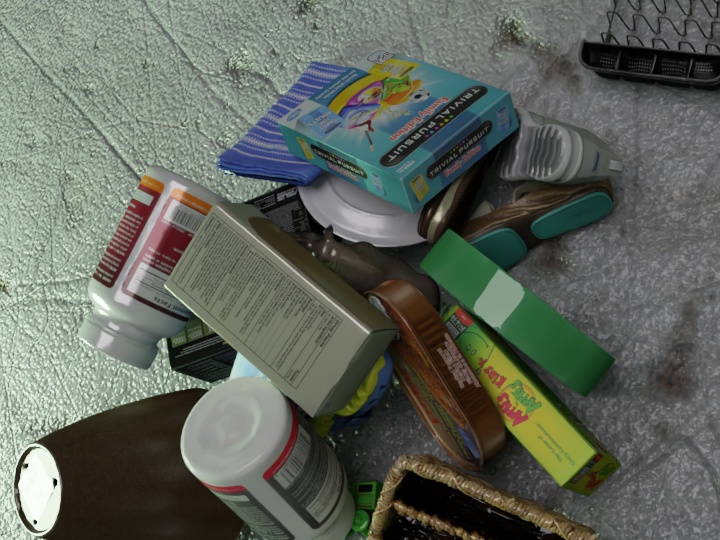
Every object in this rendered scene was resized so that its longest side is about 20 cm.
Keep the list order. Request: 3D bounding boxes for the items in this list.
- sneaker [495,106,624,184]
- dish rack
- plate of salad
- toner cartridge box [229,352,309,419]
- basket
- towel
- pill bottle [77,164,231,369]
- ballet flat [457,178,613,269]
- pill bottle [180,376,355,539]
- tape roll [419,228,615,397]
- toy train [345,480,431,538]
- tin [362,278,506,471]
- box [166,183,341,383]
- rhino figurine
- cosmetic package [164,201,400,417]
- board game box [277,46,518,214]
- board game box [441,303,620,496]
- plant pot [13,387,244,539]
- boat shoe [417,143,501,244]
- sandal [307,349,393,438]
[{"bbox_3d":[0.194,-0.114,1.160,0.082,0.200,0.075,12,103,-15],"label":"sneaker"},{"bbox_3d":[0.324,-0.282,1.190,0.153,0.055,0.200,13,81,27],"label":"dish rack"},{"bbox_3d":[0.031,-0.101,1.261,0.200,0.048,0.200,-1,55,1],"label":"plate of salad"},{"bbox_3d":[-0.096,0.131,1.204,0.095,0.043,0.200,59,147,29],"label":"toner cartridge box"},{"bbox_3d":[0.105,0.266,1.058,0.200,0.149,0.143,23,85,12],"label":"basket"},{"bbox_3d":[-0.056,-0.168,1.291,0.145,0.024,0.200,12,51,38],"label":"towel"},{"bbox_3d":[-0.219,-0.002,1.236,0.113,0.113,0.200,26,88,29],"label":"pill bottle"},{"bbox_3d":[0.163,-0.055,1.201,0.200,0.068,0.072,-29,45,15],"label":"ballet flat"},{"bbox_3d":[-0.080,0.197,1.119,0.111,0.200,0.111,-15,49,17],"label":"pill bottle"},{"bbox_3d":[0.148,0.039,1.097,0.200,0.200,0.048,40,95,29],"label":"tape roll"},{"bbox_3d":[-0.002,0.247,1.202,0.200,0.042,0.056,-6,63,24],"label":"toy train"},{"bbox_3d":[0.069,0.098,1.107,0.042,0.112,0.200,-31,89,-23],"label":"tin"},{"bbox_3d":[-0.119,0.015,1.296,0.200,0.086,0.164,-21,67,19],"label":"box"},{"bbox_3d":[0.000,0.000,1.171,0.087,0.200,0.060,14,77,59],"label":"rhino figurine"},{"bbox_3d":[-0.074,0.034,1.080,0.200,0.071,0.105,41,106,18],"label":"cosmetic package"},{"bbox_3d":[0.035,-0.149,1.178,0.151,0.047,0.200,-40,43,-20],"label":"board game box"},{"bbox_3d":[0.157,0.126,1.124,0.048,0.102,0.200,-45,62,7],"label":"board game box"},{"bbox_3d":[-0.249,0.219,1.204,0.187,0.200,0.187,-3,85,45],"label":"plant pot"},{"bbox_3d":[0.089,-0.106,1.195,0.075,0.075,0.202,19,47,13],"label":"boat shoe"},{"bbox_3d":[-0.009,0.116,1.177,0.200,0.087,0.080,-46,61,59],"label":"sandal"}]
